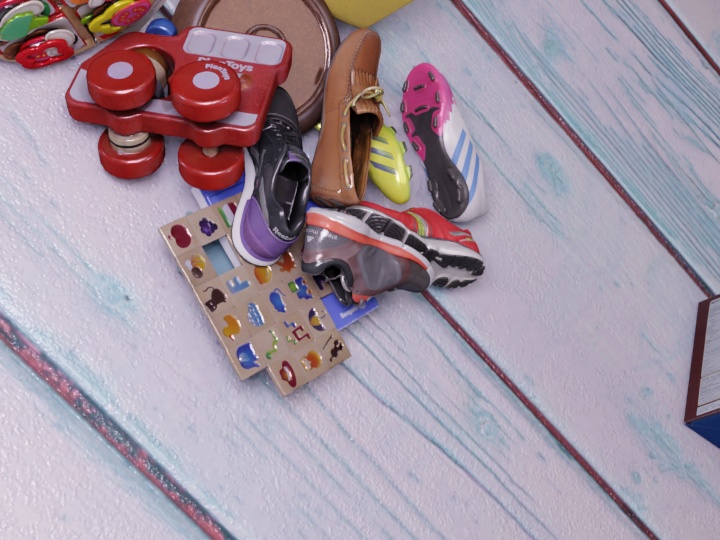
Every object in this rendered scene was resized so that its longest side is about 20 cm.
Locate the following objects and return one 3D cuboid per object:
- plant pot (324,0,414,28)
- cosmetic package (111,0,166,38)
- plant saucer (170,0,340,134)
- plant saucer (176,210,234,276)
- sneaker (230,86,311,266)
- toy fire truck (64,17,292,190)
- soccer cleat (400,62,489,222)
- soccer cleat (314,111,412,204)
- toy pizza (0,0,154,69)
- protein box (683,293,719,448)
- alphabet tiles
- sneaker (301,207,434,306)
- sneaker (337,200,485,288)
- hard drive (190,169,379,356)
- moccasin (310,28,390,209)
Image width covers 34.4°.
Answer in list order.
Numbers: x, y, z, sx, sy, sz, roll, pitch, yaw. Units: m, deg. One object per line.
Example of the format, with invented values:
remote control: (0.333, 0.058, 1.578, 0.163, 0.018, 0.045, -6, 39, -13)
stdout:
plant pot: (0.001, -0.402, 1.330, 0.201, 0.194, 0.195, 53, 21, -28)
cosmetic package: (-0.296, -0.274, 1.129, 0.198, 0.103, 0.074, -14, 80, -39)
plant saucer: (-0.106, -0.235, 1.246, 0.198, 0.034, 0.203, -1, 92, -23)
plant saucer: (-0.101, 0.004, 1.210, 0.198, 0.019, 0.071, 22, 58, -29)
sneaker: (-0.075, -0.109, 1.169, 0.075, 0.087, 0.202, 16, 60, -30)
toy fire truck: (-0.177, -0.181, 1.143, 0.197, 0.113, 0.169, 9, 48, 6)
soccer cleat: (0.104, -0.152, 1.412, 0.086, 0.069, 0.202, 3, 70, -53)
soccer cleat: (-0.007, -0.156, 1.319, 0.083, 0.065, 0.202, -22, 75, -18)
toy pizza: (-0.268, -0.238, 1.067, 0.199, 0.200, 0.032, -15, 76, -40)
protein box: (0.562, 0.150, 1.572, 0.198, 0.135, 0.202, 33, 54, -21)
alphabet tiles: (-0.091, 0.018, 1.161, 0.166, 0.008, 0.201, -27, 87, -42)
sneaker: (0.000, 0.000, 1.207, 0.199, 0.077, 0.083, 26, 80, -47)
sneaker: (0.051, -0.040, 1.325, 0.198, 0.077, 0.086, 20, 39, -30)
hard drive: (-0.076, -0.022, 1.213, 0.131, 0.025, 0.201, -29, 88, -42)
moccasin: (-0.004, -0.164, 1.240, 0.074, 0.077, 0.204, 44, 54, -52)
